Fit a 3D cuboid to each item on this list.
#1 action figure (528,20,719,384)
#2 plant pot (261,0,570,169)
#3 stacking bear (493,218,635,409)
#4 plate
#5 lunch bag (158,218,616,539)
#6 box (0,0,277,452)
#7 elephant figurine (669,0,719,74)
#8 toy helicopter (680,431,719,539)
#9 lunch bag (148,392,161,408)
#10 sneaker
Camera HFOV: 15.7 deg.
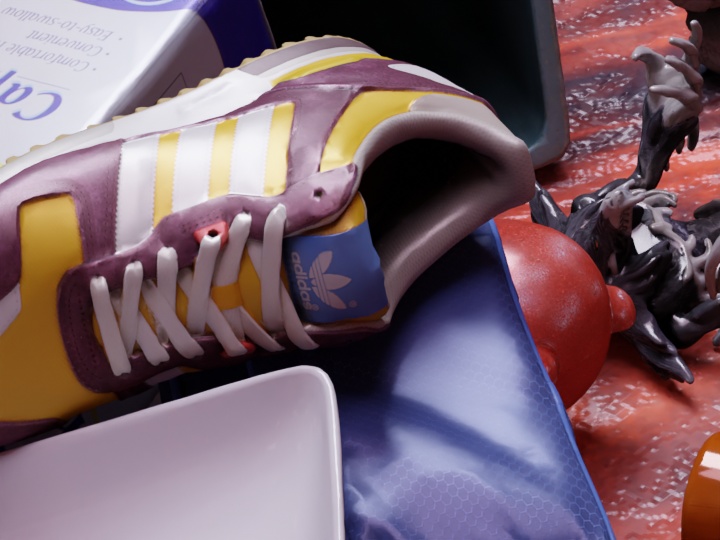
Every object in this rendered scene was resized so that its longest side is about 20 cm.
[{"bbox_3d":[0.139,-0.034,0.986,0.199,0.102,0.119,-23,49,-21],"label":"action figure"},{"bbox_3d":[-0.035,-0.151,1.125,0.196,0.196,0.200,-12,24,-5],"label":"plant pot"},{"bbox_3d":[0.000,0.000,0.953,0.200,0.114,0.121,22,28,28],"label":"stacking bear"},{"bbox_3d":[-0.089,0.133,0.679,0.199,0.032,0.200,-17,48,12],"label":"plate"},{"bbox_3d":[-0.003,0.081,0.800,0.132,0.136,0.200,-12,45,-6],"label":"lunch bag"},{"bbox_3d":[-0.149,-0.021,0.862,0.183,0.105,0.200,13,50,28],"label":"box"},{"bbox_3d":[0.219,-0.179,1.140,0.141,0.155,0.200,-8,36,42],"label":"elephant figurine"},{"bbox_3d":[0.175,0.011,0.884,0.079,0.133,0.200,11,39,26],"label":"toy helicopter"},{"bbox_3d":[-0.139,0.088,0.890,0.160,0.077,0.200,12,40,25],"label":"lunch bag"},{"bbox_3d":[-0.043,-0.005,0.740,0.200,0.075,0.090,-34,36,-26],"label":"sneaker"}]
